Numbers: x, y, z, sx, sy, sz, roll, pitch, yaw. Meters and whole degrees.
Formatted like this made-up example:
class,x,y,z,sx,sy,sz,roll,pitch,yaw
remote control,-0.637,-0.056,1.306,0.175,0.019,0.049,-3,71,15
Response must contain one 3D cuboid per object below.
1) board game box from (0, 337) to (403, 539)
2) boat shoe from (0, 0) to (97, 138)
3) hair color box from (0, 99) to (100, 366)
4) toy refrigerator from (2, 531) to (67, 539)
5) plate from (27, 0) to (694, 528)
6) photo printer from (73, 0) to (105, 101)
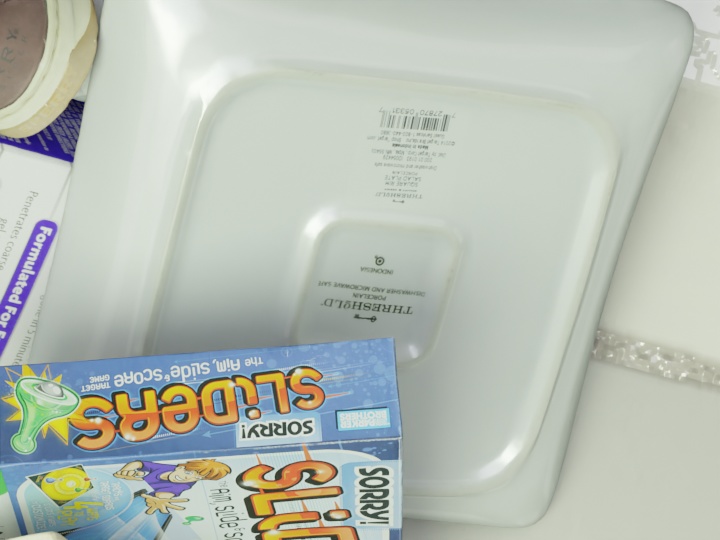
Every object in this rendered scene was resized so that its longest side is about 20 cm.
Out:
class,x,y,z,sx,sy,sz,roll,pitch,yaw
board game box,-0.054,0.084,0.889,0.134,0.200,0.035,-5,62,-1
boat shoe,-0.147,-0.126,0.877,0.072,0.065,0.201,-41,57,18
hair color box,-0.150,-0.010,0.894,0.199,0.065,0.110,16,112,-30
toy refrigerator,-0.092,0.149,0.868,0.069,0.200,0.076,-11,67,8
plate,0.000,0.000,0.902,0.198,0.032,0.201,5,115,-21
photo printer,-0.007,-0.122,0.923,0.199,0.069,0.168,5,89,-24
